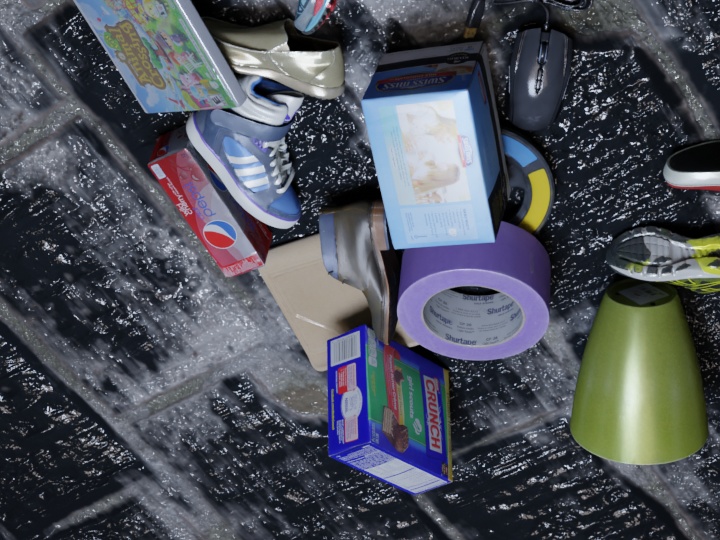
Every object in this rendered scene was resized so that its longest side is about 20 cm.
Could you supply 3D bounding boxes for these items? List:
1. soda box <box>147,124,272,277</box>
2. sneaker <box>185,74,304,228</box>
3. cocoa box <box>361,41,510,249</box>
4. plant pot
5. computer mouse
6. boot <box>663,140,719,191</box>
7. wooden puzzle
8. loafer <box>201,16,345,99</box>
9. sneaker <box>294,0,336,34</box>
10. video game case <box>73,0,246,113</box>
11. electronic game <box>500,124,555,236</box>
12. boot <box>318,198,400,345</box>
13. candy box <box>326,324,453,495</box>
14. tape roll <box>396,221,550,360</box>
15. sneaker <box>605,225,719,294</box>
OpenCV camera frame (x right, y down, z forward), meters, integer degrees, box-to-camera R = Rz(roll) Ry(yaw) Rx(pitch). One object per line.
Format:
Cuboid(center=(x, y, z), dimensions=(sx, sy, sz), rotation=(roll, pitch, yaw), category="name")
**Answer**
Cuboid(center=(-0.192, -0.090, 1.751), dimensions=(0.063, 0.070, 0.201), rotation=(-19, 123, 21), category="soda box")
Cuboid(center=(-0.108, -0.155, 1.682), dimensions=(0.146, 0.081, 0.200), rotation=(-31, 113, 32), category="sneaker")
Cuboid(center=(0.092, -0.145, 1.592), dimensions=(0.131, 0.132, 0.202), rotation=(-3, 121, 18), category="cocoa box")
Cuboid(center=(0.369, 0.119, 1.787), dimensions=(0.184, 0.188, 0.203), rotation=(-1, 113, 8), category="plant pot")
Cuboid(center=(0.185, -0.248, 1.591), dimensions=(0.138, 0.046, 0.202), rotation=(11, 129, -1), category="computer mouse")
Cuboid(center=(0.471, -0.085, 1.665), dimensions=(0.196, 0.073, 0.146), rotation=(-3, 129, 5), category="boot")
Cuboid(center=(-0.022, 0.033, 1.850), dimensions=(0.182, 0.037, 0.202), rotation=(-16, 119, 19), category="wooden puzzle")
Cuboid(center=(-0.106, -0.266, 1.603), dimensions=(0.197, 0.076, 0.069), rotation=(17, 118, -2), category="loafer")
Cuboid(center=(-0.053, -0.368, 1.524), dimensions=(0.094, 0.080, 0.202), rotation=(20, 120, 4), category="sneaker")
Cuboid(center=(-0.244, -0.273, 1.596), dimensions=(0.180, 0.022, 0.201), rotation=(3, 135, 43), category="video game case")
Cuboid(center=(0.147, -0.101, 1.714), dimensions=(0.196, 0.042, 0.202), rotation=(4, 129, 5), category="electronic game")
Cuboid(center=(0.000, 0.000, 1.765), dimensions=(0.095, 0.075, 0.203), rotation=(3, 113, 15), category="boot")
Cuboid(center=(0.042, 0.192, 1.835), dimensions=(0.076, 0.172, 0.199), rotation=(-20, 147, 30), category="candy box")
Cuboid(center=(0.148, 0.026, 1.757), dimensions=(0.196, 0.086, 0.201), rotation=(5, 144, 4), category="tape roll")
Cuboid(center=(0.414, -0.002, 1.734), dimensions=(0.197, 0.075, 0.085), rotation=(4, 150, 18), category="sneaker")
